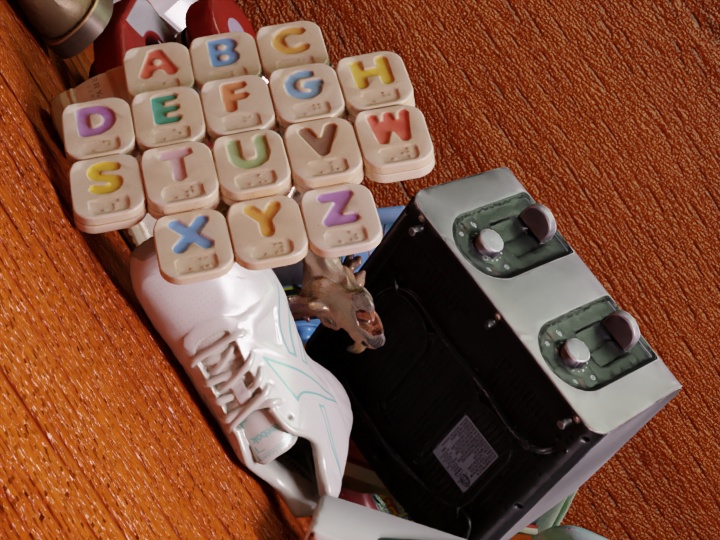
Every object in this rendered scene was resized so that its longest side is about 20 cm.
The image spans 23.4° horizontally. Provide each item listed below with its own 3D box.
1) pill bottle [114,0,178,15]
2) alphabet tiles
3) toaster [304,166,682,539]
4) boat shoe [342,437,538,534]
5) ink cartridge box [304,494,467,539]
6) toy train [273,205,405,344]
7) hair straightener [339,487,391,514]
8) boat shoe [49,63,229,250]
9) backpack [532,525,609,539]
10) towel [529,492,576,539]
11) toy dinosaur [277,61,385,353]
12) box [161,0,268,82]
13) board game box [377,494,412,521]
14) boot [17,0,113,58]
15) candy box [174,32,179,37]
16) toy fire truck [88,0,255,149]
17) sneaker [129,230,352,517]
[{"bbox_3d":[-0.219,-0.289,1.347,0.201,0.109,0.110,59,4,12],"label":"pill bottle"},{"bbox_3d":[-0.064,-0.073,0.958,0.015,0.198,0.197,85,-7,-45],"label":"alphabet tiles"},{"bbox_3d":[0.074,0.065,1.061,0.118,0.200,0.181,-21,67,-42],"label":"toaster"},{"bbox_3d":[0.045,0.130,1.167,0.199,0.063,0.071,23,-19,-28],"label":"boat shoe"},{"bbox_3d":[0.062,0.181,0.896,0.198,0.044,0.174,18,4,1],"label":"ink cartridge box"},{"bbox_3d":[0.000,0.000,1.313,0.114,0.198,0.087,57,30,-63],"label":"toy train"},{"bbox_3d":[0.006,0.157,1.216,0.201,0.041,0.077,56,4,-12],"label":"hair straightener"},{"bbox_3d":[-0.109,-0.037,1.061,0.201,0.069,0.074,56,4,-29],"label":"boat shoe"},{"bbox_3d":[0.153,0.251,1.192,0.200,0.165,0.128,80,24,-74],"label":"backpack"},{"bbox_3d":[0.116,0.100,1.404,0.023,0.153,0.200,3,30,-48],"label":"towel"},{"bbox_3d":[-0.039,-0.042,1.045,0.201,0.085,0.136,-92,166,-55],"label":"toy dinosaur"},{"bbox_3d":[-0.129,-0.179,1.492,0.200,0.036,0.144,42,-12,-23],"label":"box"},{"bbox_3d":[0.022,0.154,1.360,0.197,0.056,0.200,58,4,4],"label":"board game box"},{"bbox_3d":[-0.220,-0.228,1.199,0.075,0.073,0.201,43,14,-35],"label":"boot"},{"bbox_3d":[-0.080,-0.083,1.430,0.167,0.072,0.200,36,-9,31],"label":"candy box"},{"bbox_3d":[-0.117,-0.085,1.195,0.201,0.111,0.168,55,23,-25],"label":"toy fire truck"},{"bbox_3d":[-0.059,0.058,0.969,0.201,0.070,0.081,53,19,-34],"label":"sneaker"}]
